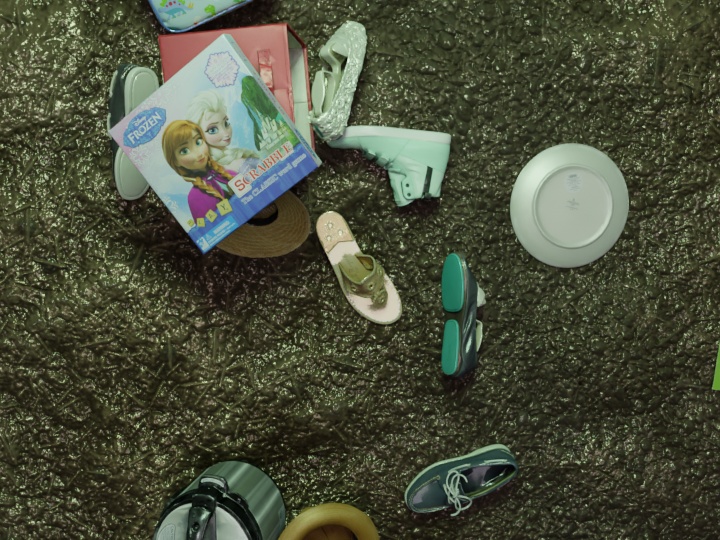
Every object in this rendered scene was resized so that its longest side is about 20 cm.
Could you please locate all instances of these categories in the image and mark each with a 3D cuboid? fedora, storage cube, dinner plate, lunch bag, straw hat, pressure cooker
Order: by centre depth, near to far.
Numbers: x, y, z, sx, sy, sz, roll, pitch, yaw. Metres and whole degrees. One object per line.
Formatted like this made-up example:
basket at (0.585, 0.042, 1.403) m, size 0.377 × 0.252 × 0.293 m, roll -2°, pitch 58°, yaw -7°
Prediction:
storage cube at (-0.169, -0.243, 0.999) m, size 0.177 × 0.200 × 0.174 m, roll -4°, pitch 98°, yaw 4°
lunch bag at (-0.227, -0.455, 1.006) m, size 0.198 × 0.083 × 0.162 m, roll -24°, pitch 120°, yaw 2°
pressure cooker at (-0.215, 0.398, 1.055) m, size 0.178 × 0.200 × 0.177 m, roll -39°, pitch 88°, yaw 11°
straw hat at (-0.170, -0.113, 1.063) m, size 0.198 × 0.202 × 0.086 m, roll 5°, pitch 53°, yaw -4°
dinner plate at (0.343, -0.104, 1.127) m, size 0.197 × 0.024 × 0.203 m, roll 0°, pitch 96°, yaw -4°
fedora at (-0.064, 0.453, 1.130) m, size 0.198 × 0.082 × 0.204 m, roll -7°, pitch 108°, yaw -21°

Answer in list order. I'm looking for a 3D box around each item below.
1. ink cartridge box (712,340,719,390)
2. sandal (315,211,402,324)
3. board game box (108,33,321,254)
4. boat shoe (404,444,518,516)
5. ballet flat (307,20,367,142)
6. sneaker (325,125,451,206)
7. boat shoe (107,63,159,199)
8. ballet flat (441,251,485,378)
ink cartridge box at (0.681, 0.113, 1.143) m, size 0.146 × 0.076 × 0.203 m, roll 6°, pitch 95°, yaw -4°
sandal at (-0.005, 0.003, 1.096) m, size 0.077 × 0.070 × 0.213 m, roll -33°, pitch 97°, yaw 1°
board game box at (-0.186, -0.159, 0.899) m, size 0.199 × 0.041 × 0.200 m, roll -35°, pitch 101°, yaw 12°
boat shoe at (0.168, 0.355, 1.151) m, size 0.198 × 0.062 × 0.076 m, roll -19°, pitch 99°, yaw 0°
ballet flat at (-0.036, -0.292, 1.030) m, size 0.071 × 0.072 × 0.203 m, roll 10°, pitch 77°, yaw -4°
sneaker at (0.038, -0.161, 1.078) m, size 0.197 × 0.074 × 0.120 m, roll 5°, pitch 99°, yaw -2°
boat shoe at (-0.352, -0.211, 1.057) m, size 0.060 × 0.073 × 0.203 m, roll 24°, pitch 116°, yaw 34°
ballet flat at (0.167, 0.071, 1.121) m, size 0.072 × 0.073 × 0.203 m, roll 1°, pitch 91°, yaw -3°
